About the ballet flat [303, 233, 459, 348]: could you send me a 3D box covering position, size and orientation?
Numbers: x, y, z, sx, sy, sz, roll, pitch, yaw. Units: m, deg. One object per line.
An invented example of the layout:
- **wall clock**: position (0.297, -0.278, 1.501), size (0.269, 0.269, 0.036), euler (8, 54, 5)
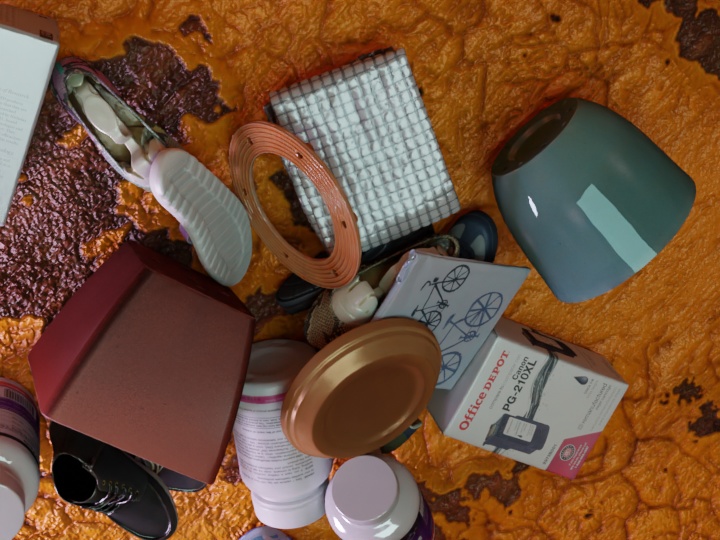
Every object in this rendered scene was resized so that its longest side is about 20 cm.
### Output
- **ballet flat**: position (0.025, 0.014, 1.396), size (0.199, 0.075, 0.068), euler (-31, 83, -16)

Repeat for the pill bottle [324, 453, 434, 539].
- **pill bottle**: position (0.022, 0.287, 1.522), size (0.112, 0.113, 0.200), euler (-27, 152, -1)

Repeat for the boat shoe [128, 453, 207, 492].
- **boat shoe**: position (-0.265, 0.224, 1.488), size (0.199, 0.073, 0.075), euler (20, 108, -21)

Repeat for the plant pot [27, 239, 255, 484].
- **plant pot**: position (-0.222, 0.083, 1.379), size (0.199, 0.200, 0.177), euler (27, 95, -23)

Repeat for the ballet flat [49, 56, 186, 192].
- **ballet flat**: position (-0.246, -0.139, 1.333), size (0.069, 0.071, 0.200), euler (-40, 117, 5)

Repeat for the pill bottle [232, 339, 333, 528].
- **pill bottle**: position (-0.092, 0.192, 1.496), size (0.113, 0.113, 0.201), euler (-11, 115, -9)

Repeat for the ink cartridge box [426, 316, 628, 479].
- **ink cartridge box**: position (0.201, 0.152, 1.569), size (0.199, 0.084, 0.145), euler (21, 106, -22)

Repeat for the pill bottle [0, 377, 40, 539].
- **pill bottle**: position (-0.401, 0.207, 1.374), size (0.111, 0.200, 0.112), euler (-5, 115, -11)

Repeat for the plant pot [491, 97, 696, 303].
- **plant pot**: position (0.242, -0.093, 1.417), size (0.200, 0.201, 0.161), euler (-42, 105, 6)

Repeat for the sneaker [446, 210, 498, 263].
- **sneaker**: position (0.091, 0.023, 1.476), size (0.070, 0.082, 0.201), euler (32, 105, 21)

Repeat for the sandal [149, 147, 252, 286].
- **sandal**: position (-0.174, -0.063, 1.386), size (0.083, 0.050, 0.203), euler (-56, 143, -25)

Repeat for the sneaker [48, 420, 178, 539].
- **sneaker**: position (-0.275, 0.247, 1.399), size (0.075, 0.106, 0.200), euler (-35, 113, 9)

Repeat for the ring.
- **ring**: position (-0.067, -0.070, 1.354), size (0.019, 0.200, 0.201), euler (-36, 121, -29)

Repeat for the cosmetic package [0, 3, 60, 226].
- **cosmetic package**: position (-0.363, -0.157, 1.280), size (0.074, 0.102, 0.201), euler (14, 108, -21)

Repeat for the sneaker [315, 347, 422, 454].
- **sneaker**: position (0.013, 0.132, 1.528), size (0.089, 0.067, 0.201), euler (-27, 118, -10)

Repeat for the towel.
- **towel**: position (0.001, -0.129, 1.387), size (0.165, 0.086, 0.201), euler (-21, 107, 5)

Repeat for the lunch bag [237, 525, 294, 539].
- **lunch bag**: position (-0.129, 0.430, 1.612), size (0.200, 0.083, 0.161), euler (-44, 119, 8)

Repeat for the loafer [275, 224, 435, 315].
- **loafer**: position (0.000, 0.000, 1.461), size (0.199, 0.072, 0.063), euler (-33, 121, -2)

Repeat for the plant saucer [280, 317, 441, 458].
- **plant saucer**: position (0.008, 0.139, 1.409), size (0.199, 0.038, 0.201), euler (-21, 140, -19)

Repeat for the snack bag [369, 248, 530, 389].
- **snack bag**: position (0.078, 0.060, 1.432), size (0.199, 0.021, 0.189), euler (7, 124, -43)
